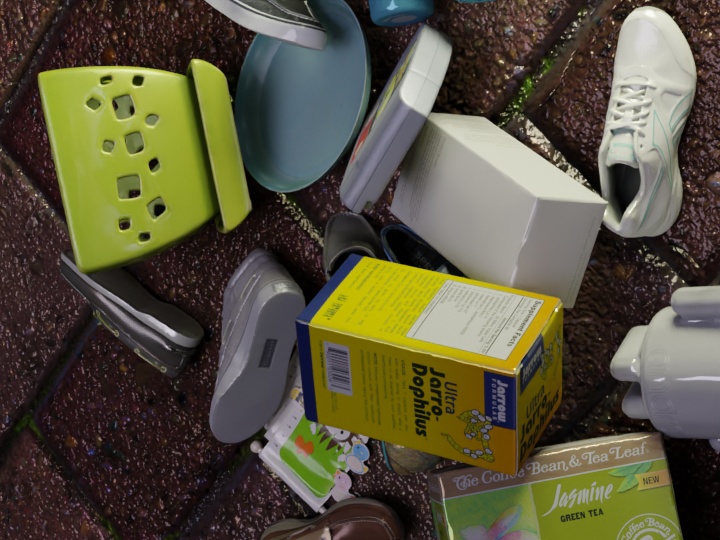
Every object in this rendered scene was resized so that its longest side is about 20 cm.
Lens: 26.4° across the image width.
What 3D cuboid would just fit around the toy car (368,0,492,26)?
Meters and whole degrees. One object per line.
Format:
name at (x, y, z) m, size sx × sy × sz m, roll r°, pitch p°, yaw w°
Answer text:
toy car at (0.023, -0.328, 1.340) m, size 0.176 × 0.199 × 0.186 m, roll -9°, pitch 86°, yaw 35°

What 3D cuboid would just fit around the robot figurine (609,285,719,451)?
robot figurine at (0.314, 0.086, 1.290) m, size 0.199 × 0.113 × 0.170 m, roll -3°, pitch 124°, yaw 35°

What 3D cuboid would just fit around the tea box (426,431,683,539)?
tea box at (0.173, 0.253, 1.341) m, size 0.198 × 0.134 × 0.198 m, roll -11°, pitch 84°, yaw -3°

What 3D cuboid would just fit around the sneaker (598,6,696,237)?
sneaker at (0.242, -0.125, 1.319) m, size 0.070 × 0.080 × 0.202 m, roll 6°, pitch 102°, yaw 35°

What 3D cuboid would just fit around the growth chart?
growth chart at (-0.042, 0.155, 1.612) m, size 0.144 × 0.018 × 0.201 m, roll 33°, pitch 117°, yaw 25°

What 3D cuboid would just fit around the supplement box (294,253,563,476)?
supplement box at (0.059, 0.076, 1.288) m, size 0.199 × 0.109 × 0.110 m, roll 13°, pitch 127°, yaw 24°

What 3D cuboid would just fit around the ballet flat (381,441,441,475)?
ballet flat at (0.037, 0.103, 1.518) m, size 0.070 × 0.071 × 0.202 m, roll -12°, pitch 96°, yaw 36°

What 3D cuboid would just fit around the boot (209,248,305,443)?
boot at (-0.116, 0.077, 1.614) m, size 0.201 × 0.073 × 0.096 m, roll -65°, pitch 31°, yaw 23°

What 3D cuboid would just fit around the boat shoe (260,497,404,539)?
boat shoe at (-0.038, 0.293, 1.593) m, size 0.199 × 0.072 × 0.076 m, roll -25°, pitch 103°, yaw 39°

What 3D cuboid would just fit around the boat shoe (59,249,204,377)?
boat shoe at (-0.265, 0.045, 1.710) m, size 0.201 × 0.072 × 0.061 m, roll 33°, pitch 112°, yaw 21°

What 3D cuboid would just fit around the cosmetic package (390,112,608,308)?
cosmetic package at (0.118, -0.056, 1.371) m, size 0.200 × 0.084 × 0.108 m, roll 43°, pitch 124°, yaw 48°

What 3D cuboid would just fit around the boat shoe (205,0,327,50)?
boat shoe at (-0.089, -0.269, 1.504) m, size 0.200 × 0.071 × 0.068 m, roll 39°, pitch 112°, yaw 52°

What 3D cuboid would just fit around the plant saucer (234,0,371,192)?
plant saucer at (-0.053, -0.174, 1.511) m, size 0.199 × 0.027 × 0.202 m, roll -11°, pitch 75°, yaw 46°

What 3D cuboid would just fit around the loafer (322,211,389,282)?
loafer at (0.000, 0.000, 1.464) m, size 0.201 × 0.069 × 0.070 m, roll -109°, pitch 6°, yaw -52°

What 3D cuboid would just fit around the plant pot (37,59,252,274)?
plant pot at (-0.213, -0.111, 1.549) m, size 0.180 × 0.199 × 0.202 m, roll -11°, pitch 93°, yaw -8°

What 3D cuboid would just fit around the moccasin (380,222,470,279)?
moccasin at (0.075, 0.026, 1.391) m, size 0.081 × 0.068 × 0.200 m, roll -54°, pitch 46°, yaw 4°

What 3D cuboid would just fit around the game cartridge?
game cartridge at (0.036, -0.148, 1.391) m, size 0.041 × 0.200 × 0.133 m, roll 32°, pitch 118°, yaw -8°
